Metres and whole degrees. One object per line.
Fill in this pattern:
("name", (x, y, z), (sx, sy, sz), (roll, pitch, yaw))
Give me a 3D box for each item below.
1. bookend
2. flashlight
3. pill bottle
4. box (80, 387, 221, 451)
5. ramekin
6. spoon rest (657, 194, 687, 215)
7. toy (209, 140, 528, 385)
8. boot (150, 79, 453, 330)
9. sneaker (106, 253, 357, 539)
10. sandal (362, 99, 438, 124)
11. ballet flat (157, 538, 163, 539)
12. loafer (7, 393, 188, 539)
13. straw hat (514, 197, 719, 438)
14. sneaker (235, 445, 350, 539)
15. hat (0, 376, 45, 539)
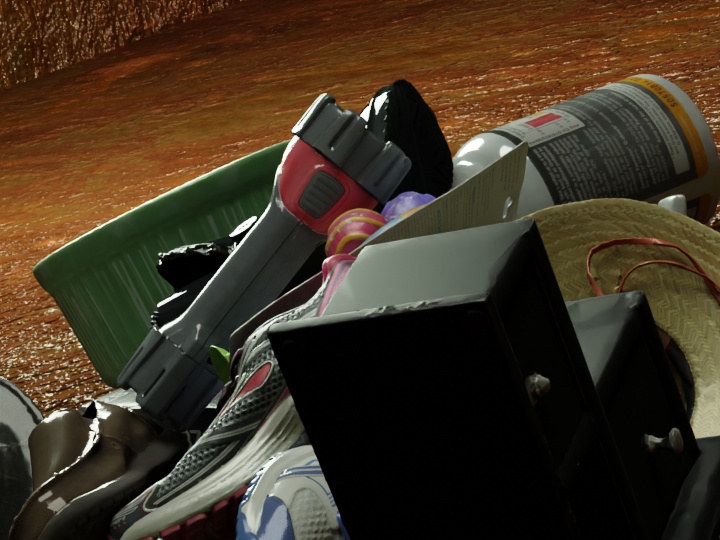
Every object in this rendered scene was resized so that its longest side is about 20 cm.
("bookend", (0.068, 0.053, 1.053), (0.092, 0.199, 0.200), (-10, 25, 26))
("flashlight", (-0.057, -0.003, 1.462), (0.200, 0.068, 0.068), (-52, 48, 1))
("pill bottle", (0.128, -0.048, 1.713), (0.200, 0.116, 0.116), (-21, 13, -27))
("box", (-0.043, 0.067, 1.569), (0.161, 0.049, 0.200), (0, 19, 46))
("ramekin", (-0.107, -0.001, 1.731), (0.200, 0.098, 0.200), (-26, -1, 0))
("spoon rest", (0.103, -0.003, 1.591), (0.200, 0.061, 0.099), (-9, -3, -9))
("toy", (0.000, 0.000, 1.428), (0.200, 0.047, 0.115), (-36, -24, -20))
("boot", (-0.038, -0.030, 1.591), (0.168, 0.076, 0.200), (-23, 22, 22))
("sneaker", (-0.050, 0.078, 1.335), (0.200, 0.075, 0.081), (-41, -20, -9))
("sandal", (0.012, -0.052, 1.736), (0.082, 0.200, 0.055), (-34, 57, -20))
("ballet flat", (-0.077, 0.171, 1.158), (0.062, 0.067, 0.200), (-46, 14, -7))
("loafer", (-0.153, 0.116, 1.388), (0.073, 0.071, 0.200), (-58, -4, 10))
("straw hat", (0.115, 0.070, 1.258), (0.201, 0.201, 0.085), (-19, -29, -17))
("sneaker", (0.015, 0.109, 1.247), (0.088, 0.075, 0.200), (-8, 15, 30))
("hat", (-0.254, 0.097, 1.420), (0.200, 0.081, 0.201), (1, 44, -1))
